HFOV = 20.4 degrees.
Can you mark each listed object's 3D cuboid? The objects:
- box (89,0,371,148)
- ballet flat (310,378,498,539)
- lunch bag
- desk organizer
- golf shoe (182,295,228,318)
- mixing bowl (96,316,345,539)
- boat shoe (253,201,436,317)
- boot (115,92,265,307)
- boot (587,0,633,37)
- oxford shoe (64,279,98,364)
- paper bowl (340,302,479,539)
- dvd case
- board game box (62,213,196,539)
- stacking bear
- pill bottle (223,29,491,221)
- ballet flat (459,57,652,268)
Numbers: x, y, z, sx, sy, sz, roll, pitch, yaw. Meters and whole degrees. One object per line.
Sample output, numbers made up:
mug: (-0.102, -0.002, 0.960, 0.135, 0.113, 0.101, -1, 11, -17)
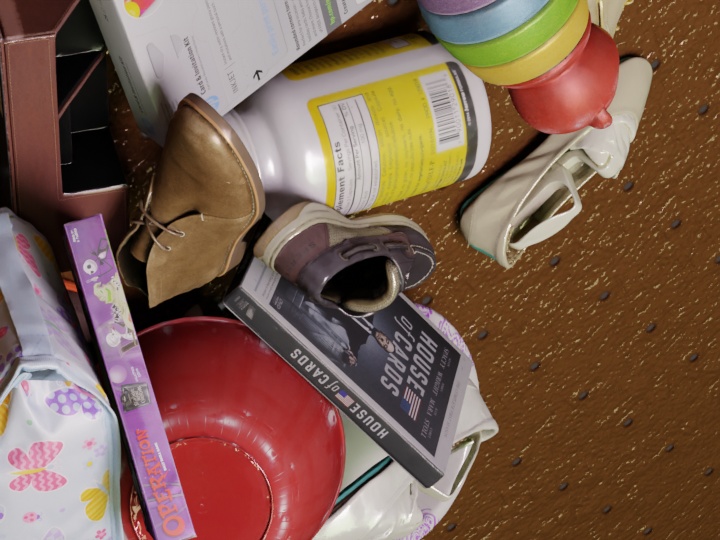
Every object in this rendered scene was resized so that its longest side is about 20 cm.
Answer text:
box: (-0.074, -0.190, 1.270, 0.200, 0.041, 0.156, -41, 143, -20)
ballet flat: (0.035, 0.156, 1.491, 0.200, 0.069, 0.070, -43, 148, -33)
lunch bag: (-0.222, 0.082, 1.254, 0.127, 0.170, 0.200, -9, 131, -19)
desk organizer: (-0.193, -0.092, 1.279, 0.077, 0.072, 0.200, -10, 135, -15)
golf shoe: (-0.149, 0.106, 1.515, 0.088, 0.077, 0.200, 0, 128, -28)
mixing bowl: (-0.106, 0.141, 1.362, 0.199, 0.108, 0.201, -1, 104, -4)
boat shoe: (0.000, 0.000, 1.372, 0.072, 0.065, 0.200, -43, 157, 16)
boot: (-0.112, -0.036, 1.270, 0.075, 0.074, 0.200, -36, 162, -23)
boot: (0.197, -0.217, 1.451, 0.155, 0.073, 0.200, -28, 134, -4)
oxford shoe: (-0.236, 0.049, 1.393, 0.200, 0.073, 0.071, 9, 123, -41)
paper bowl: (-0.008, 0.116, 1.567, 0.200, 0.104, 0.201, -11, 106, -41)
dvd case: (-0.004, 0.045, 1.434, 0.200, 0.150, 0.025, 43, 119, -14)
board game box: (-0.145, 0.068, 1.239, 0.032, 0.201, 0.120, -16, 179, -14)
stacking bear: (0.108, -0.173, 1.342, 0.114, 0.121, 0.200, -53, 129, -17)
pill bottle: (-0.020, -0.093, 1.385, 0.199, 0.111, 0.112, -16, 137, -22)
ballet flat: (0.166, -0.079, 1.570, 0.200, 0.070, 0.069, -44, 140, 9)
